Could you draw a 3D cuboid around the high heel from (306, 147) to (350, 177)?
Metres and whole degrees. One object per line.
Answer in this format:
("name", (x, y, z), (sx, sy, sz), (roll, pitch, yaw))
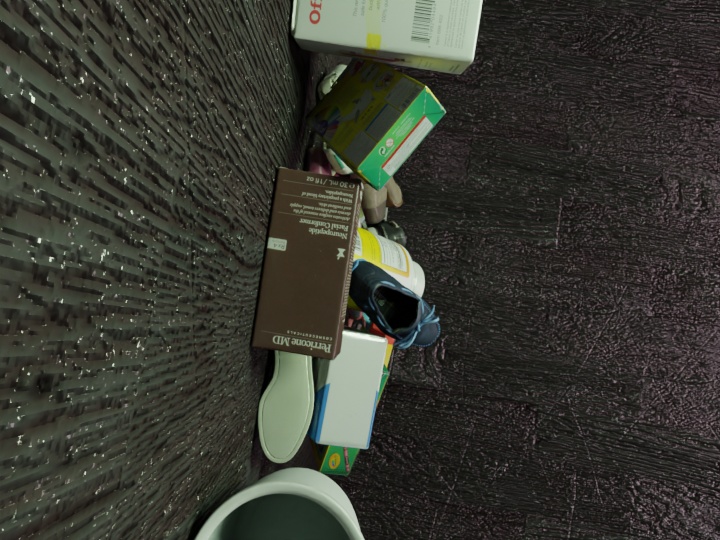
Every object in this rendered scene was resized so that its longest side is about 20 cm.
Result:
("high heel", (-0.048, -0.116, 0.892), (0.200, 0.066, 0.099), (19, 70, -73))

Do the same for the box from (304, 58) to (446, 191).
("box", (0.005, -0.188, 0.685), (0.118, 0.048, 0.201), (-47, -139, 8))

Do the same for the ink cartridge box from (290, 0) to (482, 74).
("ink cartridge box", (0.032, -0.308, 0.619), (0.084, 0.194, 0.149), (-85, -176, -80))

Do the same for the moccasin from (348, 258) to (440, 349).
("moccasin", (0.049, 0.061, 0.750), (0.081, 0.198, 0.068), (-55, -138, 3))

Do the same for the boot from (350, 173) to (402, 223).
("boot", (0.027, -0.173, 0.941), (0.201, 0.068, 0.150), (-68, 153, -65))

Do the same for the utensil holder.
("utensil holder", (-0.074, 0.295, 0.578), (0.200, 0.165, 0.175), (97, 2, -76))

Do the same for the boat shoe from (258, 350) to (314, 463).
("boat shoe", (-0.091, 0.148, 0.762), (0.062, 0.071, 0.206), (72, 21, -76))

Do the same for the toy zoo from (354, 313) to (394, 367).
("toy zoo", (0.025, 0.098, 0.972), (0.131, 0.020, 0.205), (-154, -102, -68))

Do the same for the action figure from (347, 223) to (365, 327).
("action figure", (-0.015, -0.002, 0.919), (0.148, 0.132, 0.205), (6, -63, 59))

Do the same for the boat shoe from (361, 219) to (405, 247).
("boat shoe", (0.036, -0.053, 0.977), (0.200, 0.059, 0.076), (-174, -108, -86))

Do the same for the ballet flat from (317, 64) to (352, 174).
("ballet flat", (-0.033, -0.236, 0.826), (0.070, 0.067, 0.205), (95, -9, -63))

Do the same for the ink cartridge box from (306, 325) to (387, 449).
("ink cartridge box", (-0.048, 0.153, 0.826), (0.199, 0.082, 0.150), (-179, -81, -67))

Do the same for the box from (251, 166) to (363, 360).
("box", (-0.059, -0.008, 0.660), (0.075, 0.097, 0.206), (3, 94, -86))

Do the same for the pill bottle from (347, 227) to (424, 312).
("pill bottle", (0.000, 0.000, 0.802), (0.108, 0.197, 0.112), (-20, -119, 42))

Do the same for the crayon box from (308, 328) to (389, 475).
("crayon box", (-0.027, 0.212, 0.932), (0.119, 0.057, 0.204), (-123, -132, -59))

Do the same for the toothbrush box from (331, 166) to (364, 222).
("toothbrush box", (-0.025, -0.166, 1.062), (0.146, 0.084, 0.206), (-63, 161, -80))
